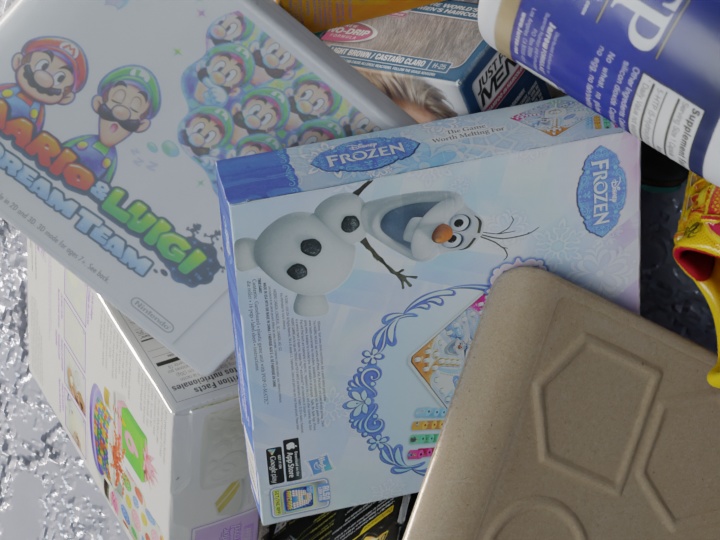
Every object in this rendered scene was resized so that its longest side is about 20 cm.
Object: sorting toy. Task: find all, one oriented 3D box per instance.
[{"bbox_3d":[0.119,0.116,1.391,0.036,0.200,0.185,2,70,62],"label":"sorting toy"}]

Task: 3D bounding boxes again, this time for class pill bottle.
[{"bbox_3d":[0.165,-0.106,1.303,0.200,0.120,0.120,33,115,16],"label":"pill bottle"}]

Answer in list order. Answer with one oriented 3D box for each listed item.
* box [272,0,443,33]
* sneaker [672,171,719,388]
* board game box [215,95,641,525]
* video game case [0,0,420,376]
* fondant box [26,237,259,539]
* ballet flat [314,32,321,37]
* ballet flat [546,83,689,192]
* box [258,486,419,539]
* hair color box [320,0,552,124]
[{"bbox_3d":[0.037,-0.187,1.422,0.042,0.200,0.119,85,165,-48],"label":"box"},{"bbox_3d":[0.189,-0.037,1.406,0.073,0.077,0.200,129,139,-58],"label":"sneaker"},{"bbox_3d":[0.037,0.019,1.395,0.199,0.043,0.200,-10,128,-9],"label":"board game box"},{"bbox_3d":[-0.094,-0.064,1.395,0.200,0.024,0.182,39,119,-14],"label":"video game case"},{"bbox_3d":[-0.120,0.057,1.560,0.200,0.058,0.144,55,151,41],"label":"fondant box"},{"bbox_3d":[-0.038,-0.151,1.464,0.067,0.200,0.071,28,140,38],"label":"ballet flat"},{"bbox_3d":[0.082,-0.097,1.487,0.200,0.073,0.073,18,110,25],"label":"ballet flat"},{"bbox_3d":[-0.012,0.154,1.532,0.049,0.160,0.200,34,129,-19],"label":"box"},{"bbox_3d":[0.056,-0.045,1.452,0.100,0.061,0.200,11,140,38],"label":"hair color box"}]
